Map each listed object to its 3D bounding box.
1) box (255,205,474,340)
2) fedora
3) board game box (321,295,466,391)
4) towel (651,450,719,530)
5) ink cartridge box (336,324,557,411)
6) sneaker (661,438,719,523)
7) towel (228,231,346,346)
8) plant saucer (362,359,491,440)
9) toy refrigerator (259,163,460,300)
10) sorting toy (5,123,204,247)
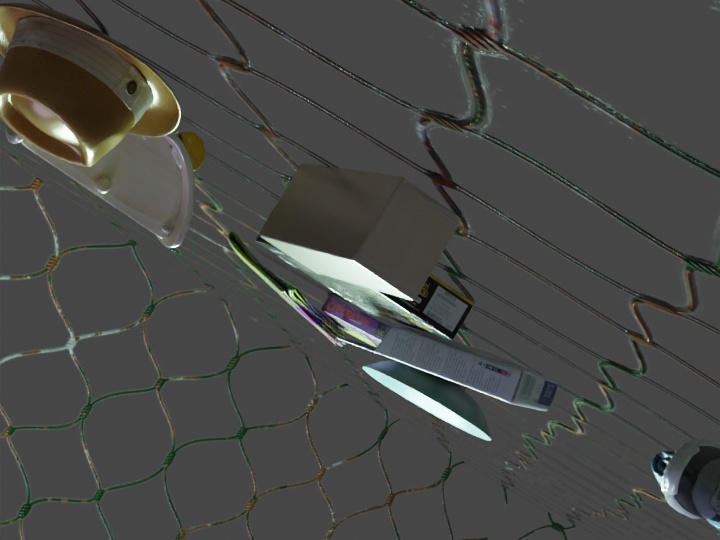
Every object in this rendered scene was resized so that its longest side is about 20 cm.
[{"bbox_3d":[0.000,0.000,1.651,0.160,0.049,0.200,31,173,-24],"label":"box"},{"bbox_3d":[-0.253,-0.149,1.409,0.200,0.082,0.201,22,163,7],"label":"fedora"},{"bbox_3d":[0.049,0.101,2.224,0.200,0.032,0.120,27,176,19],"label":"board game box"},{"bbox_3d":[0.412,0.268,1.803,0.200,0.049,0.112,34,173,-26],"label":"towel"},{"bbox_3d":[0.097,0.095,1.737,0.200,0.043,0.196,21,180,18],"label":"ink cartridge box"},{"bbox_3d":[0.377,0.224,1.560,0.114,0.076,0.200,22,175,46],"label":"sneaker"},{"bbox_3d":[-0.099,0.027,2.223,0.144,0.023,0.200,41,177,34],"label":"towel"},{"bbox_3d":[0.098,0.166,2.222,0.201,0.039,0.201,29,172,5],"label":"plant saucer"},{"bbox_3d":[-0.002,-0.033,1.325,0.070,0.076,0.200,34,172,-24],"label":"toy refrigerator"},{"bbox_3d":[-0.259,-0.135,1.625,0.200,0.107,0.180,36,178,-31],"label":"sorting toy"}]
